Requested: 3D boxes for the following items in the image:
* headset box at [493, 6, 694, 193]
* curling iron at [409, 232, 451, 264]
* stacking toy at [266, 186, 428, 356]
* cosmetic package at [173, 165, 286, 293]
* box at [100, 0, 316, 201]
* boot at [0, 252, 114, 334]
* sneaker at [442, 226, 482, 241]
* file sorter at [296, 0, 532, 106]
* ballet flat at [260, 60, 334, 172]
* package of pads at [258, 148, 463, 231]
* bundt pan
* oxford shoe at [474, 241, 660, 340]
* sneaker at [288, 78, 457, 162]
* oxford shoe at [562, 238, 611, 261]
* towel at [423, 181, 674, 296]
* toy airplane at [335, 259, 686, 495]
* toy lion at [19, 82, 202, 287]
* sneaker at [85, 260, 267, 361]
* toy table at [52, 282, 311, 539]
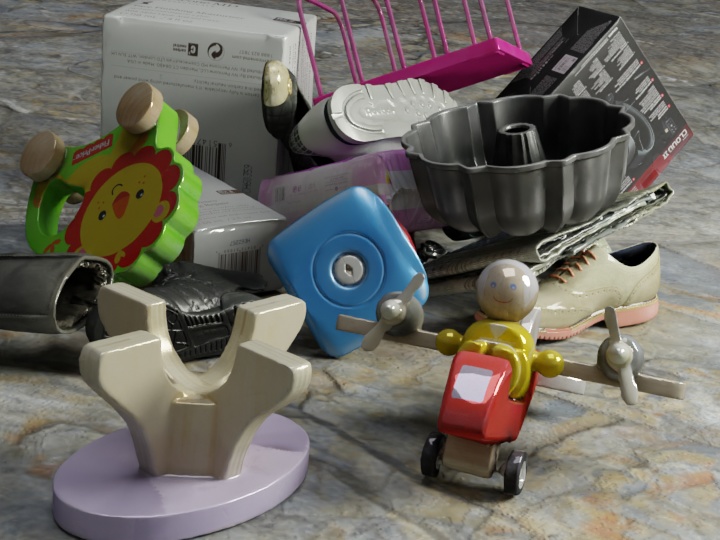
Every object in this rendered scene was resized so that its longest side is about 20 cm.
[{"bbox_3d":[0.253,-0.153,1.676,0.149,0.200,0.077,-48,35,-8],"label":"headset box"},{"bbox_3d":[0.052,-0.032,1.574,0.049,0.026,0.200,23,9,-15],"label":"curling iron"},{"bbox_3d":[0.000,0.000,1.368,0.109,0.117,0.200,-32,-3,4],"label":"stacking toy"},{"bbox_3d":[-0.158,-0.039,1.463,0.101,0.075,0.200,-8,24,-33],"label":"cosmetic package"},{"bbox_3d":[-0.158,-0.170,1.646,0.197,0.202,0.131,8,19,10],"label":"box"},{"bbox_3d":[-0.292,-0.001,1.265,0.198,0.073,0.182,-8,28,18],"label":"boot"},{"bbox_3d":[0.117,-0.085,1.556,0.079,0.076,0.200,-33,11,16],"label":"sneaker"},{"bbox_3d":[0.052,-0.245,1.609,0.198,0.127,0.139,-16,-5,19],"label":"file sorter"},{"bbox_3d":[-0.055,-0.145,1.543,0.056,0.067,0.200,3,-24,17],"label":"ballet flat"},{"bbox_3d":[0.006,-0.067,1.481,0.120,0.077,0.199,-4,-2,-39],"label":"package of pads"},{"bbox_3d":[0.136,-0.086,1.346,0.199,0.077,0.202,-6,21,2],"label":"bundt pan"},{"bbox_3d":[0.184,0.012,1.392,0.198,0.075,0.071,-10,26,-35],"label":"oxford shoe"},{"bbox_3d":[0.022,-0.137,1.532,0.199,0.077,0.080,3,-24,-43],"label":"sneaker"},{"bbox_3d":[0.198,-0.038,1.584,0.075,0.058,0.201,30,20,-31],"label":"oxford shoe"},{"bbox_3d":[0.158,-0.022,1.416,0.192,0.035,0.199,-24,5,-36],"label":"towel"},{"bbox_3d":[0.106,0.058,1.136,0.198,0.143,0.199,-5,20,-26],"label":"toy airplane"},{"bbox_3d":[-0.223,-0.058,1.406,0.199,0.193,0.069,-20,-38,30],"label":"toy lion"},{"bbox_3d":[-0.148,0.031,1.286,0.198,0.061,0.104,-2,20,-36],"label":"sneaker"},{"bbox_3d":[-0.110,0.088,1.032,0.182,0.118,0.200,15,20,26],"label":"toy table"}]
